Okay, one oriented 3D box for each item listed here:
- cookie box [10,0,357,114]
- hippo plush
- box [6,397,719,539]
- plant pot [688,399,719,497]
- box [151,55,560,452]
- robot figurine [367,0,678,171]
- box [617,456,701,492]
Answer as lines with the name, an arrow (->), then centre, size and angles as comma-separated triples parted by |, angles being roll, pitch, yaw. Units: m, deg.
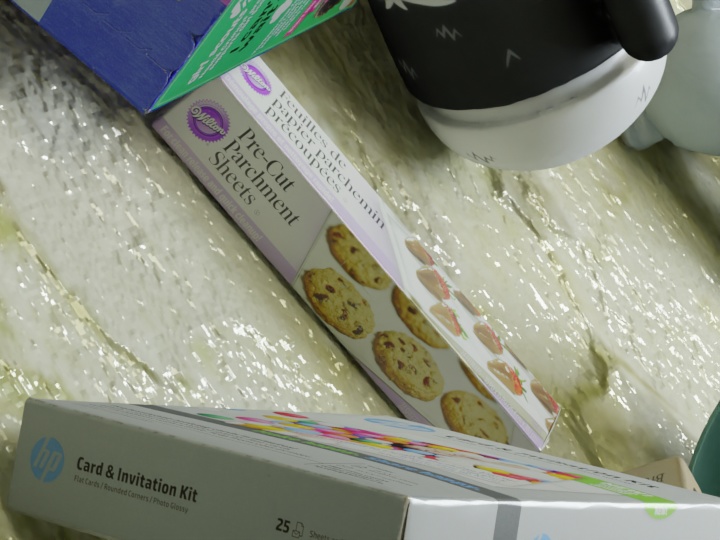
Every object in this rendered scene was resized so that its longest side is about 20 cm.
cookie box -> -0.083, -0.159, 1.058 | 0.171, 0.075, 0.200 | 40, 28, 6
hippo plush -> 0.211, -0.061, 1.406 | 0.160, 0.160, 0.200 | 22, 14, 4
box -> 0.008, 0.078, 0.907 | 0.200, 0.156, 0.041 | 9, 92, -53
plant pot -> 0.265, 0.124, 1.198 | 0.161, 0.200, 0.201 | 41, 30, -39
box -> 0.000, 0.000, 1.084 | 0.200, 0.041, 0.039 | 50, 28, -9
robot figurine -> 0.062, -0.140, 1.204 | 0.150, 0.125, 0.200 | -96, 163, -59
box -> 0.095, 0.173, 0.959 | 0.200, 0.095, 0.078 | -96, 162, -48
